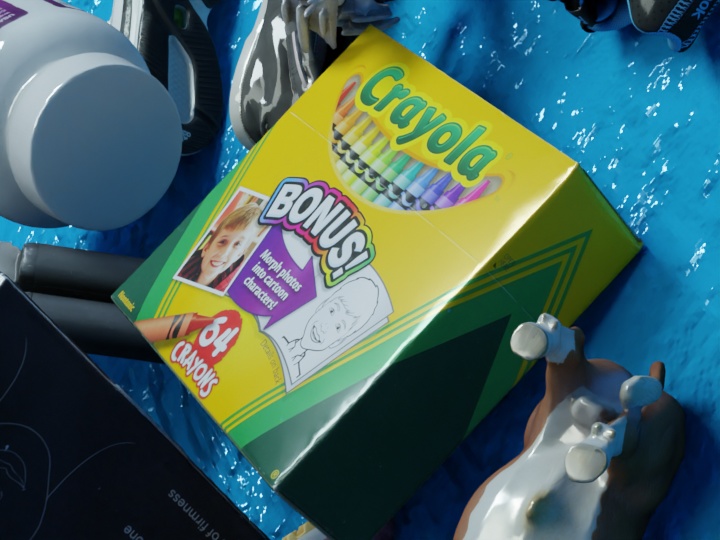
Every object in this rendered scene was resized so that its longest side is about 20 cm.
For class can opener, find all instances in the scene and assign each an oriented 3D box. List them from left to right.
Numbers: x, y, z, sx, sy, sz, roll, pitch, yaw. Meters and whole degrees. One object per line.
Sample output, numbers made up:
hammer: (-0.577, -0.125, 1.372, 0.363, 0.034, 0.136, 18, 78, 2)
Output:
can opener: (-0.153, 0.016, 1.132, 0.067, 0.199, 0.053, 101, 174, -64)

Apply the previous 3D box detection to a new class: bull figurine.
bull figurine: (0.056, 0.113, 0.822, 0.065, 0.121, 0.201, 20, 77, 22)

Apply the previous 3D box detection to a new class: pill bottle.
pill bottle: (-0.172, -0.085, 1.185, 0.200, 0.112, 0.113, 28, 93, 54)

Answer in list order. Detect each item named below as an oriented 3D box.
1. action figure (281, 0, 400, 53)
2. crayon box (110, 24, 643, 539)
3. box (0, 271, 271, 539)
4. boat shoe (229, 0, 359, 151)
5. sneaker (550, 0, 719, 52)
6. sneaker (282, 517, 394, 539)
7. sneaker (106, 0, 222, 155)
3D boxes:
action figure: (0.008, -0.182, 1.060, 0.131, 0.069, 0.200, 109, -176, -45)
crayon box: (0.000, 0.000, 0.982, 0.173, 0.058, 0.200, -47, 33, -1)
box: (-0.179, 0.123, 1.020, 0.197, 0.200, 0.124, -47, 29, -11)
boat shoe: (-0.016, -0.150, 1.147, 0.057, 0.067, 0.201, -3, 71, 38)
sneaker: (0.089, -0.148, 0.975, 0.200, 0.073, 0.082, 29, 95, 59)
sneaker: (-0.045, 0.184, 0.967, 0.200, 0.090, 0.075, -43, -5, -2)
sneaker: (-0.130, -0.139, 1.289, 0.115, 0.075, 0.202, -25, 52, 44)
